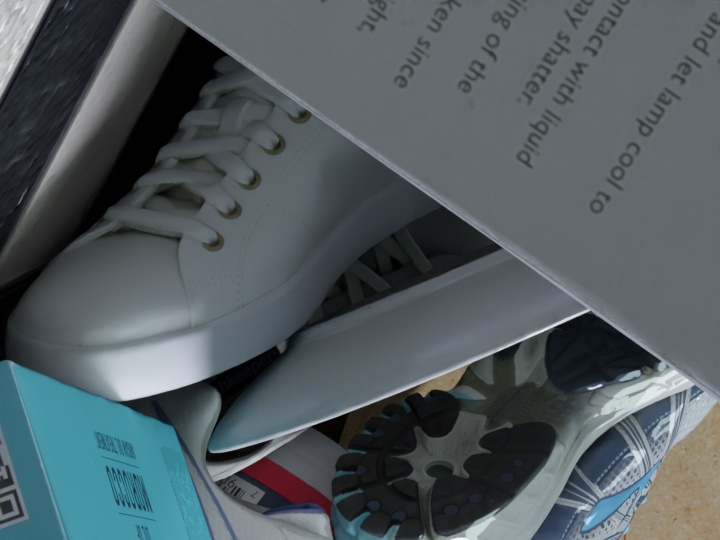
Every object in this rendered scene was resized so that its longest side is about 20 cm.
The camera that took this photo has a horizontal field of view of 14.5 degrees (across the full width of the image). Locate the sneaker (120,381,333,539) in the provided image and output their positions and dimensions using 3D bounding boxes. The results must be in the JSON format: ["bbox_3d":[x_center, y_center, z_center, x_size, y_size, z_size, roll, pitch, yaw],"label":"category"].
[{"bbox_3d":[-0.027,0.121,0.842,0.087,0.201,0.074,-36,-174,-11],"label":"sneaker"}]

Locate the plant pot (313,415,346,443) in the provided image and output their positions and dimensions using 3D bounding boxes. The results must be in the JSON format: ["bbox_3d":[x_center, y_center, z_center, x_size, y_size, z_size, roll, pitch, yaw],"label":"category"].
[{"bbox_3d":[0.029,0.075,1.163,0.188,0.187,0.200,-58,-175,15],"label":"plant pot"}]

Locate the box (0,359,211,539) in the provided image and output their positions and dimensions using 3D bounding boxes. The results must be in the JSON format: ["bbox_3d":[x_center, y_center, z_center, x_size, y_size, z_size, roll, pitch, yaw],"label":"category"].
[{"bbox_3d":[-0.093,0.066,0.701,0.082,0.049,0.200,-19,171,3],"label":"box"}]

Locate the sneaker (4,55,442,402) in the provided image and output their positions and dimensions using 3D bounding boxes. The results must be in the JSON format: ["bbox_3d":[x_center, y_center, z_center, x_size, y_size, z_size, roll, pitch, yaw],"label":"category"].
[{"bbox_3d":[-0.031,-0.037,0.789,0.200,0.072,0.085,-37,128,-42],"label":"sneaker"}]

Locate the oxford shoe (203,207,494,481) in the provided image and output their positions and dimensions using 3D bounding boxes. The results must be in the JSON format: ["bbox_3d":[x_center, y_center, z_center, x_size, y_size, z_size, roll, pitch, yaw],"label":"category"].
[{"bbox_3d":[0.000,0.000,0.887,0.200,0.075,0.058,-37,171,5],"label":"oxford shoe"}]

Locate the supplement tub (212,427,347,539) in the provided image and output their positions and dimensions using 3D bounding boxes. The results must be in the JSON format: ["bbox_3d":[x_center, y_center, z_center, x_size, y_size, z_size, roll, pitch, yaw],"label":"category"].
[{"bbox_3d":[-0.070,0.153,0.945,0.200,0.140,0.141,-51,170,-27],"label":"supplement tub"}]

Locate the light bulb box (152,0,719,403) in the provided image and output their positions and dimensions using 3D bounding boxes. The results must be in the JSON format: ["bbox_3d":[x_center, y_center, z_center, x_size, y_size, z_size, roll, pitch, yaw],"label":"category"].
[{"bbox_3d":[0.045,-0.085,0.528,0.125,0.199,0.198,-57,171,14],"label":"light bulb box"}]

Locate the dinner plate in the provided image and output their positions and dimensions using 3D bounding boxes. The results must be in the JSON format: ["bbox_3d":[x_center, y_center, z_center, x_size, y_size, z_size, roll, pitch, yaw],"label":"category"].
[{"bbox_3d":[0.046,0.002,0.783,0.199,0.024,0.200,-22,180,0],"label":"dinner plate"}]

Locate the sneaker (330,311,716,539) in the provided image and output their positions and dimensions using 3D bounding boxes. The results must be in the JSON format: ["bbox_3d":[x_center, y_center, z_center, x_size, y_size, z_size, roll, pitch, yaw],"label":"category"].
[{"bbox_3d":[0.061,0.061,0.935,0.200,0.077,0.087,-34,136,-37],"label":"sneaker"}]

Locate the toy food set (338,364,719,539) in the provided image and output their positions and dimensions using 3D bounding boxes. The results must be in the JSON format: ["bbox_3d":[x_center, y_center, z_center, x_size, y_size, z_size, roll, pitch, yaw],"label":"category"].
[{"bbox_3d":[0.087,0.086,1.033,0.049,0.198,0.199,-72,151,-74],"label":"toy food set"}]
